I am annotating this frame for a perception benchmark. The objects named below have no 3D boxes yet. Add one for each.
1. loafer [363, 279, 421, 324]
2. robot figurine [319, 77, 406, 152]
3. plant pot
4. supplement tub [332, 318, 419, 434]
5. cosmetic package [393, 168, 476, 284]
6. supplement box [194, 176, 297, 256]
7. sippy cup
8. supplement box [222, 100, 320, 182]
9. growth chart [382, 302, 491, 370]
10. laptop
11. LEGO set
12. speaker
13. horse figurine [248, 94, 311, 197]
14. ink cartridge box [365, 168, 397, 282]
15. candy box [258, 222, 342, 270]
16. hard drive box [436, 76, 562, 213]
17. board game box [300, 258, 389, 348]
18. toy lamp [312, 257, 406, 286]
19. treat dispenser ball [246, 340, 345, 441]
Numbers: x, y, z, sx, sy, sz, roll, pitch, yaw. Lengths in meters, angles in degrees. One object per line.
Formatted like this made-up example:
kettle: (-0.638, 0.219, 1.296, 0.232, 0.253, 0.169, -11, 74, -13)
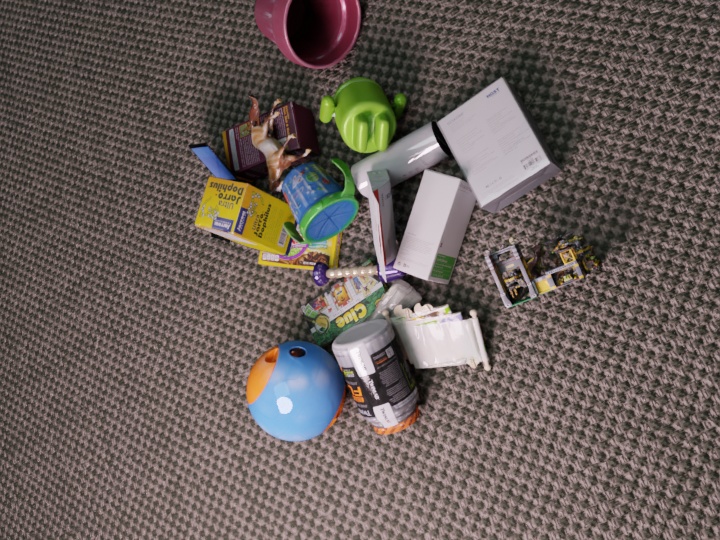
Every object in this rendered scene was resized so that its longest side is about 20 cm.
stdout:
loafer: (0.048, 0.109, 1.596, 0.070, 0.070, 0.200, 36, 116, 2)
robot figurine: (0.006, -0.317, 1.618, 0.200, 0.175, 0.116, -107, 13, -51)
plant pot: (-0.129, -0.548, 1.715, 0.179, 0.200, 0.200, 29, 99, 45)
supplement tub: (0.035, 0.205, 1.531, 0.122, 0.123, 0.200, -17, 103, 28)
cosmetic package: (0.147, -0.083, 1.539, 0.085, 0.108, 0.200, 22, 97, 30)
supplement box: (-0.234, -0.112, 1.682, 0.109, 0.200, 0.110, 13, 85, 31)
sippy cup: (-0.093, -0.148, 1.645, 0.178, 0.140, 0.130, -34, 67, -3)
supplement box: (-0.201, -0.284, 1.775, 0.200, 0.086, 0.111, -17, 77, 28)
growth chart: (0.143, 0.127, 1.524, 0.200, 0.018, 0.145, -3, 108, 24)
laptop: (-0.339, -0.175, 1.790, 0.177, 0.103, 0.200, 16, 95, 65)
LEGO set: (0.314, -0.023, 1.407, 0.200, 0.154, 0.116, -24, 90, 34)
speaker: (0.083, -0.222, 1.606, 0.200, 0.081, 0.081, -26, 72, 26)
horse figurine: (-0.185, -0.273, 1.679, 0.133, 0.050, 0.200, -41, 76, 39)
ink cartridge box: (0.048, -0.090, 1.522, 0.047, 0.200, 0.160, -8, 114, -3)
candy box: (-0.133, -0.054, 1.746, 0.200, 0.026, 0.102, 6, 83, 31)
hard drive box: (0.261, -0.236, 1.506, 0.156, 0.077, 0.200, -32, 70, 23)
board game box: (-0.030, 0.072, 1.674, 0.200, 0.023, 0.105, -35, 71, 22)
toy lamp: (0.000, 0.000, 1.620, 0.200, 0.058, 0.058, -2, 83, 28)
treat dispenser ball: (-0.130, 0.243, 1.609, 0.201, 0.201, 0.201, -4, 83, 30)
